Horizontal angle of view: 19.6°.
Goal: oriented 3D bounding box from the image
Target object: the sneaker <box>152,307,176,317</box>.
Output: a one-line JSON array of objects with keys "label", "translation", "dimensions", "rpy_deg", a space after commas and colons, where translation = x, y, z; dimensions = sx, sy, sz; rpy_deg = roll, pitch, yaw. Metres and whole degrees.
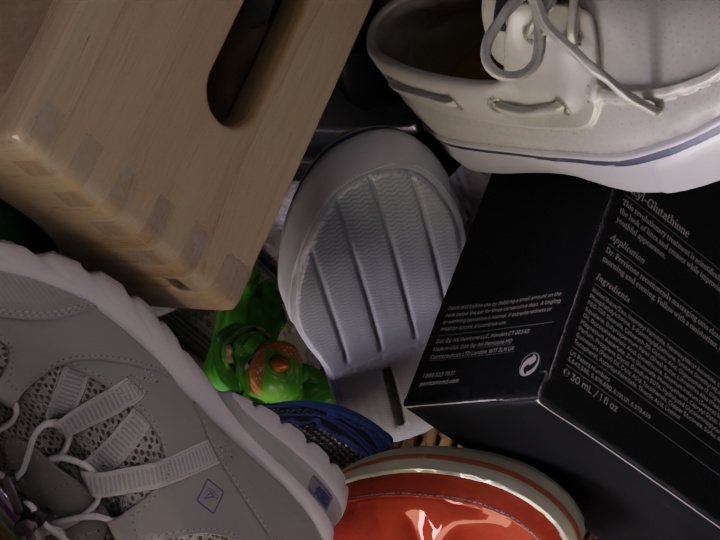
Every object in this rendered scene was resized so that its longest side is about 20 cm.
[{"label": "sneaker", "translation": [-0.155, 0.012, 0.875], "dimensions": [0.070, 0.199, 0.109], "rpy_deg": [63, 178, 11]}]

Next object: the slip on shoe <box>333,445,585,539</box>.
[{"label": "slip on shoe", "translation": [-0.011, 0.113, 0.752], "dimensions": [0.199, 0.061, 0.074], "rpy_deg": [-15, 130, 26]}]

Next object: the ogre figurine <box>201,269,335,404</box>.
[{"label": "ogre figurine", "translation": [-0.052, 0.062, 0.938], "dimensions": [0.199, 0.099, 0.120], "rpy_deg": [-12, -158, -37]}]

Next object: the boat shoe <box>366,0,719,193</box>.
[{"label": "boat shoe", "translation": [0.065, -0.079, 0.664], "dimensions": [0.086, 0.075, 0.202], "rpy_deg": [38, 165, -27]}]

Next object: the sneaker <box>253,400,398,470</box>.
[{"label": "sneaker", "translation": [-0.077, 0.081, 0.821], "dimensions": [0.199, 0.076, 0.078], "rpy_deg": [3, 173, 23]}]

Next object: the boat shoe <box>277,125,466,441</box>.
[{"label": "boat shoe", "translation": [0.000, 0.000, 0.814], "dimensions": [0.072, 0.062, 0.200], "rpy_deg": [-16, 149, -8]}]

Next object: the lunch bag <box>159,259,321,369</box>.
[{"label": "lunch bag", "translation": [-0.121, 0.064, 1.065], "dimensions": [0.139, 0.168, 0.200], "rpy_deg": [9, 156, 35]}]

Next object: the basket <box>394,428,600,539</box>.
[{"label": "basket", "translation": [0.076, 0.131, 0.969], "dimensions": [0.142, 0.201, 0.149], "rpy_deg": [4, 153, 40]}]

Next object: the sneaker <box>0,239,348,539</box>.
[{"label": "sneaker", "translation": [-0.085, 0.059, 0.653], "dimensions": [0.200, 0.082, 0.075], "rpy_deg": [34, 143, -27]}]

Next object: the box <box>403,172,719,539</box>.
[{"label": "box", "translation": [0.129, 0.034, 0.758], "dimensions": [0.200, 0.142, 0.079], "rpy_deg": [36, 157, -29]}]

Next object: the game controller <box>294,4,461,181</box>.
[{"label": "game controller", "translation": [-0.051, -0.076, 0.846], "dimensions": [0.199, 0.042, 0.105], "rpy_deg": [6, 139, 39]}]

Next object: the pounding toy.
[{"label": "pounding toy", "translation": [-0.099, -0.053, 0.708], "dimensions": [0.183, 0.201, 0.142], "rpy_deg": [2, 151, 45]}]

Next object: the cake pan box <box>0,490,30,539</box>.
[{"label": "cake pan box", "translation": [-0.174, 0.048, 0.650], "dimensions": [0.200, 0.052, 0.184], "rpy_deg": [51, 173, -10]}]
